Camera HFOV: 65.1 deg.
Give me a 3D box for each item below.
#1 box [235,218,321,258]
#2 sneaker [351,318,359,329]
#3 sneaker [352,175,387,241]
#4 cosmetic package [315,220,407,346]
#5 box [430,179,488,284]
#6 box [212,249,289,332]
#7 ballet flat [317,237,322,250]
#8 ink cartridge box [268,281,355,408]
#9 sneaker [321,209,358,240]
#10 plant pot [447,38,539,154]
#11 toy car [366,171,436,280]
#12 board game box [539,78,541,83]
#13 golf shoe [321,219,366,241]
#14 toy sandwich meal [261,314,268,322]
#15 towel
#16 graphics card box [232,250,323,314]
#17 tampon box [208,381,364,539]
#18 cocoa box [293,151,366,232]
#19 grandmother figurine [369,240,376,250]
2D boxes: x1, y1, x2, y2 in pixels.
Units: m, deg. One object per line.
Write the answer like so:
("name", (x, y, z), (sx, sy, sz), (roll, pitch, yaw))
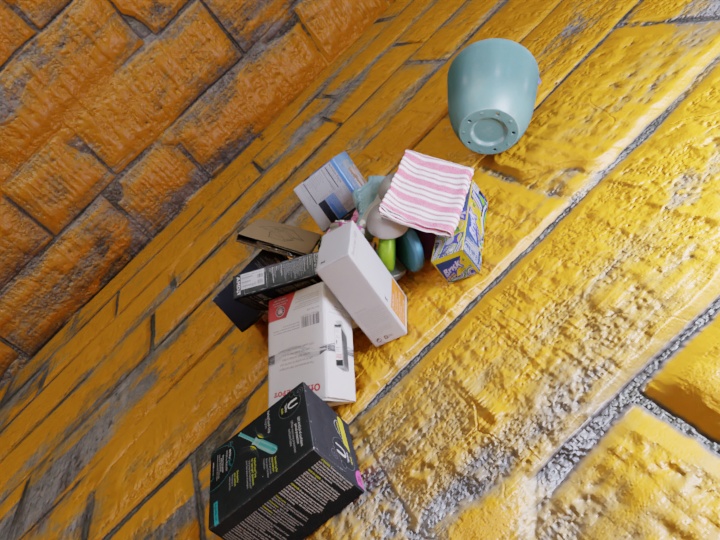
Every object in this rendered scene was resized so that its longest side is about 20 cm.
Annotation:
("box", (-0.180, -0.074, 1.279), (0.200, 0.160, 0.022), (-76, 2, -74))
("sneaker", (-0.077, 0.125, 1.115), (0.197, 0.080, 0.131), (3, 53, 55))
("sneaker", (0.013, -0.135, 1.207), (0.080, 0.075, 0.201), (12, 41, 15))
("cosmetic package", (0.007, 0.026, 1.001), (0.070, 0.201, 0.103), (-24, 33, 22))
("box", (0.188, -0.075, 1.051), (0.069, 0.064, 0.202), (-22, 34, 35))
("box", (-0.238, 0.038, 1.350), (0.182, 0.104, 0.200), (-44, 2, -1))
("ballet flat", (-0.070, -0.025, 1.322), (0.067, 0.071, 0.201), (-37, 28, 9))
("ink cartridge box", (-0.090, 0.142, 1.010), (0.145, 0.082, 0.205), (-18, 64, 34))
("sneaker", (-0.039, -0.087, 1.331), (0.094, 0.080, 0.199), (-19, 13, 40))
("plant pot", (0.273, -0.346, 1.185), (0.198, 0.200, 0.164), (-18, 49, 39))
("toy car", (0.096, -0.077, 1.110), (0.146, 0.177, 0.202), (10, 48, 13))
("board game box", (0.335, -0.448, 1.390), (0.198, 0.045, 0.136), (-29, 30, 26))
("golf shoe", (-0.036, -0.037, 1.096), (0.200, 0.073, 0.094), (134, 147, -75))
("toy sandwich meal", (-0.144, 0.061, 1.229), (0.206, 0.070, 0.205), (-49, -5, -6))
("towel", (0.125, -0.150, 1.041), (0.143, 0.030, 0.202), (18, 50, 9))
("graphics card box", (-0.127, 0.027, 1.065), (0.196, 0.125, 0.052), (-17, 67, 19))
("tampon box", (-0.115, 0.307, 0.859), (0.199, 0.127, 0.151), (-38, 28, 8))
("cocoa box", (-0.065, -0.207, 1.446), (0.130, 0.134, 0.200), (-34, 9, 16))
("grandmother figurine", (0.000, 0.000, 1.164), (0.059, 0.123, 0.202), (-5, 37, 9))
